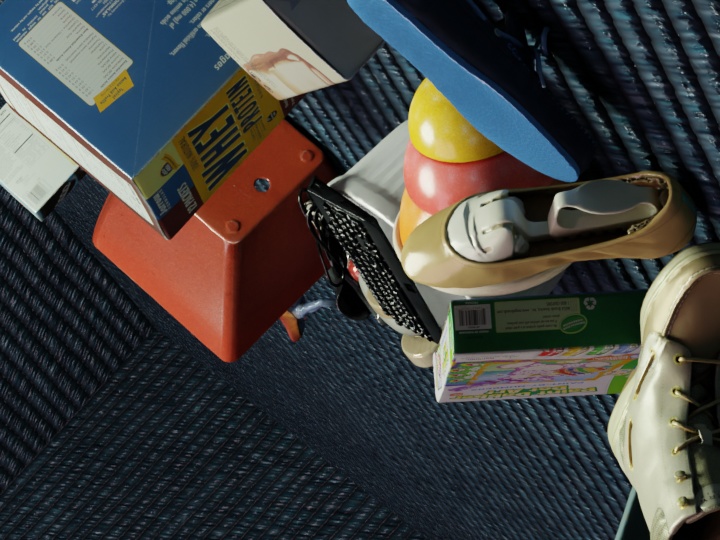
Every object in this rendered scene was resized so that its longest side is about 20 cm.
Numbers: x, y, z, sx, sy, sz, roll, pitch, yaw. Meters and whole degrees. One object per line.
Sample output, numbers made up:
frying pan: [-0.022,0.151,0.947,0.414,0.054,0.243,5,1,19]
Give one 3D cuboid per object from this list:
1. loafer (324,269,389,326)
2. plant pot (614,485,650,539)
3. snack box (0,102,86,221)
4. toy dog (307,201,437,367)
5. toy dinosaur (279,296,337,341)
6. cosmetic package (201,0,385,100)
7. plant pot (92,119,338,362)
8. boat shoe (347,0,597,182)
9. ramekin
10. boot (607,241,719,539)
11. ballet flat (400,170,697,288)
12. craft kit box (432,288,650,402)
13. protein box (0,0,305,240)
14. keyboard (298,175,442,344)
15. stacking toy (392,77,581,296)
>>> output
loafer: [-0.001,0.015,2.318,0.068,0.070,0.200,48,169,-23]
plant pot: [0.312,0.202,1.564,0.199,0.197,0.196,22,175,-18]
snack box: [-0.329,-0.167,2.464,0.116,0.200,0.037,41,173,14]
toy dog: [0.040,-0.006,2.103,0.200,0.096,0.132,54,179,30]
toy dinosaur: [-0.094,0.017,2.492,0.105,0.199,0.182,54,146,37]
cosmetic package: [-0.033,-0.188,1.550,0.087,0.103,0.200,43,171,-11]
plant pot: [-0.130,-0.070,2.174,0.200,0.200,0.176,40,159,14]
boat shoe: [0.081,-0.142,1.407,0.200,0.069,0.084,44,161,-10]
ramekin: [0.072,-0.030,1.791,0.200,0.098,0.201,41,169,10]
boot: [0.223,0.098,1.459,0.155,0.072,0.201,-100,20,-50]
ballet flat: [0.118,-0.035,1.451,0.063,0.199,0.069,60,-157,-62]
craft kit box: [0.156,0.056,1.618,0.198,0.199,0.049,94,173,-80]
protein box: [-0.178,-0.177,1.864,0.200,0.199,0.135,39,169,19]
keyboard: [0.000,0.000,1.803,0.104,0.040,0.200,35,165,35]
stacking toy: [0.081,-0.096,1.524,0.146,0.146,0.201,33,147,42]
